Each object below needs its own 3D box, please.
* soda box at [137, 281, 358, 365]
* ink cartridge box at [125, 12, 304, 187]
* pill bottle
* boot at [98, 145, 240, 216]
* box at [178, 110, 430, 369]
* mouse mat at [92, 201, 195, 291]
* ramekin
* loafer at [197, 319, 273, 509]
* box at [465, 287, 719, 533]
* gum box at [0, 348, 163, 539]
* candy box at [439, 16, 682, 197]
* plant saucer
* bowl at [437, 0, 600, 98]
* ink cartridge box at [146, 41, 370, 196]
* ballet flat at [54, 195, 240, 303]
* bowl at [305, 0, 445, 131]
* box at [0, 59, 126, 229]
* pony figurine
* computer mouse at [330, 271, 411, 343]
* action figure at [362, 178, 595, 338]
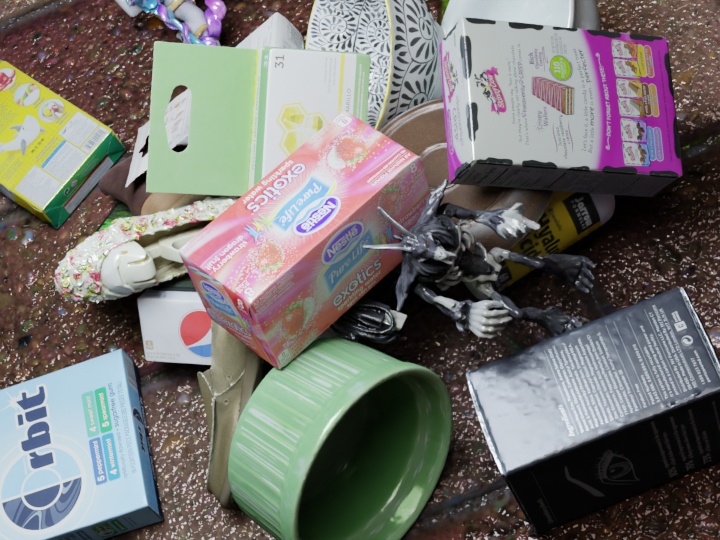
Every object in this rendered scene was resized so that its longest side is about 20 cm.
[{"bbox_3d":[-0.106,0.050,1.675,0.200,0.068,0.064,3,22,19],"label":"soda box"},{"bbox_3d":[-0.143,-0.161,1.781,0.200,0.050,0.161,-40,20,16],"label":"ink cartridge box"},{"bbox_3d":[0.165,-0.069,1.643,0.200,0.111,0.111,-34,58,-2],"label":"pill bottle"},{"bbox_3d":[-0.152,-0.115,1.781,0.200,0.072,0.166,-37,38,-17],"label":"boot"},{"bbox_3d":[-0.041,-0.027,1.513,0.200,0.095,0.103,-41,51,-18],"label":"box"},{"bbox_3d":[-0.177,-0.027,1.741,0.200,0.008,0.161,1,34,19],"label":"mouse mat"},{"bbox_3d":[-0.021,0.155,1.534,0.098,0.200,0.200,28,73,35],"label":"ramekin"},{"bbox_3d":[-0.111,0.117,1.622,0.067,0.076,0.200,13,94,27],"label":"loafer"},{"bbox_3d":[0.208,0.121,1.506,0.200,0.148,0.104,-21,59,4],"label":"box"},{"bbox_3d":[-0.299,0.184,1.687,0.200,0.045,0.170,-19,59,8],"label":"gum box"},{"bbox_3d":[0.174,-0.141,1.554,0.200,0.061,0.137,4,71,-19],"label":"candy box"},{"bbox_3d":[0.076,-0.086,1.602,0.200,0.032,0.200,-11,52,15],"label":"plant saucer"},{"bbox_3d":[0.167,-0.215,1.710,0.201,0.090,0.201,-23,62,51],"label":"bowl"},{"bbox_3d":[-0.094,-0.136,1.656,0.200,0.048,0.146,1,97,-23],"label":"ink cartridge box"},{"bbox_3d":[-0.186,-0.019,1.654,0.200,0.076,0.064,-24,28,-17],"label":"ballet flat"},{"bbox_3d":[0.026,-0.205,1.745,0.094,0.201,0.201,1,55,-25],"label":"bowl"},{"bbox_3d":[-0.359,-0.139,1.879,0.200,0.048,0.117,34,77,26],"label":"box"},{"bbox_3d":[-0.179,-0.323,1.880,0.200,0.166,0.193,45,114,27],"label":"pony figurine"},{"bbox_3d":[0.000,0.000,1.620,0.138,0.200,0.053,16,111,15],"label":"computer mouse"},{"bbox_3d":[0.107,-0.003,1.487,0.102,0.200,0.119,14,87,63],"label":"action figure"}]
